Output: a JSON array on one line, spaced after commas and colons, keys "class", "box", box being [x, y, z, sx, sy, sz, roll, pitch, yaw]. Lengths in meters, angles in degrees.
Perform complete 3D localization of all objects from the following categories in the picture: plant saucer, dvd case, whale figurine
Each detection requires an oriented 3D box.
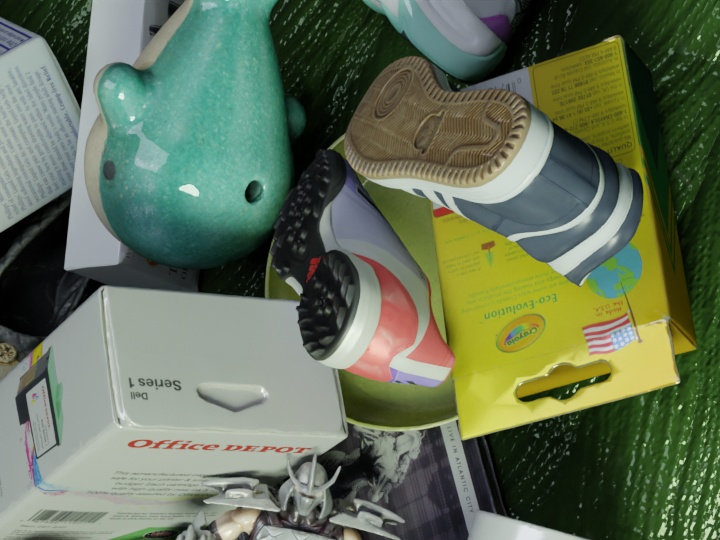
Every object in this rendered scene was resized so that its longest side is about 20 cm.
[{"class": "plant saucer", "box": [0.039, -0.002, 1.211, 0.199, 0.031, 0.202, -11, 65, 25]}, {"class": "dvd case", "box": [-0.012, 0.122, 1.239, 0.199, 0.016, 0.150, -30, 59, 28]}, {"class": "whale figurine", "box": [-0.083, -0.096, 1.256, 0.103, 0.158, 0.201, 28, 103, 45]}]

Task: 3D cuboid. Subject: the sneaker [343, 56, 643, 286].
[{"class": "sneaker", "box": [0.070, -0.051, 1.103, 0.070, 0.108, 0.200, -60, 26, -2]}]

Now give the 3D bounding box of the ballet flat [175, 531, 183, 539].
[{"class": "ballet flat", "box": [-0.162, 0.203, 1.273, 0.199, 0.068, 0.069, -25, 104, 24]}]

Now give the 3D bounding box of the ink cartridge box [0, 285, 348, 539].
[{"class": "ink cartridge box", "box": [-0.121, 0.088, 1.198, 0.200, 0.144, 0.085, -38, 55, 49]}]

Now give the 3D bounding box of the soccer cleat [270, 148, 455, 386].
[{"class": "soccer cleat", "box": [0.000, 0.000, 1.162, 0.068, 0.073, 0.200, -58, 22, 19]}]

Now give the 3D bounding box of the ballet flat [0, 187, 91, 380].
[{"class": "ballet flat", "box": [-0.200, 0.001, 1.340, 0.057, 0.066, 0.201, -54, 11, 50]}]

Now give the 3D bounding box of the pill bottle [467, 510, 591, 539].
[{"class": "pill bottle", "box": [0.075, 0.230, 1.079, 0.112, 0.112, 0.202, 10, 83, 39]}]

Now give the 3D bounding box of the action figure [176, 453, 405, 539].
[{"class": "action figure", "box": [-0.045, 0.192, 1.178, 0.129, 0.069, 0.201, 16, 109, 3]}]

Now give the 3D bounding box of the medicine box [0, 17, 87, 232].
[{"class": "medicine box", "box": [-0.301, -0.079, 1.379, 0.199, 0.103, 0.182, -34, 31, -18]}]

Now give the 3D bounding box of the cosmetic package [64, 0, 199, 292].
[{"class": "cosmetic package", "box": [-0.135, -0.090, 1.354, 0.050, 0.082, 0.202, -6, 74, 36]}]

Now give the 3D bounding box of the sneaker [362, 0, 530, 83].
[{"class": "sneaker", "box": [0.031, -0.220, 1.241, 0.200, 0.078, 0.140, 38, 96, 0]}]

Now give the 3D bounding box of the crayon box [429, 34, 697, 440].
[{"class": "crayon box", "box": [0.104, -0.011, 1.131, 0.126, 0.051, 0.202, -16, 63, 22]}]
